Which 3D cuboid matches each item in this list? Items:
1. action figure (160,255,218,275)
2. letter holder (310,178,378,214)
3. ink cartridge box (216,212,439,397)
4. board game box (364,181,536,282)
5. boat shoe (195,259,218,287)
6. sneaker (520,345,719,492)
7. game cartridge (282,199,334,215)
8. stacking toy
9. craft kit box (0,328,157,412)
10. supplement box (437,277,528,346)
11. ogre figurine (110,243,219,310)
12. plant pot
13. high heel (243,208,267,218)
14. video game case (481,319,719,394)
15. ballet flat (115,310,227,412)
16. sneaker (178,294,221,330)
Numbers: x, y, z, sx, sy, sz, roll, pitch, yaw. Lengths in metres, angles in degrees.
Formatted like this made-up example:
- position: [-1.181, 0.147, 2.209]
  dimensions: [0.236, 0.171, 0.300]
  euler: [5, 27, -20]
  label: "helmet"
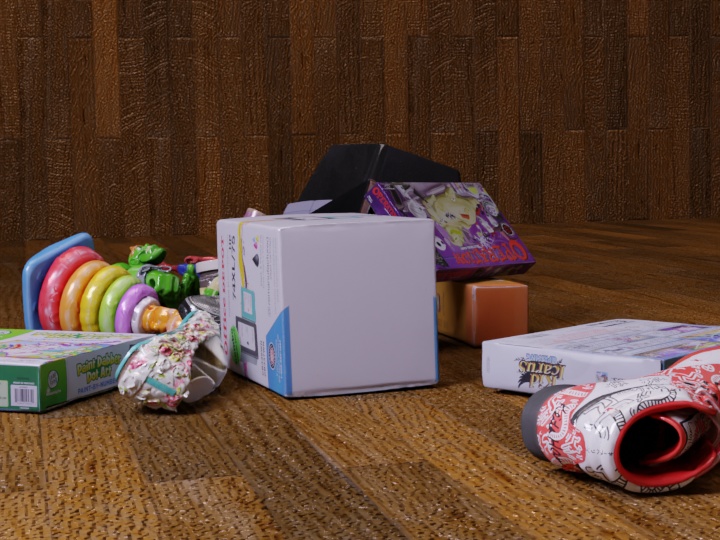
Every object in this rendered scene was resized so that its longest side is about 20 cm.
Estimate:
- position: [-0.235, 0.013, 1.978]
  dimensions: [0.200, 0.065, 0.099]
  euler: [1, -3, 37]
  label: "action figure"
- position: [0.000, 0.000, 1.615]
  dimensions: [0.142, 0.101, 0.200]
  euler: [29, -29, -23]
  label: "letter holder"
- position: [-0.035, 0.025, 1.299]
  dimensions: [0.146, 0.147, 0.200]
  euler: [-4, 5, -21]
  label: "ink cartridge box"
- position: [0.100, -0.044, 1.545]
  dimensions: [0.032, 0.120, 0.200]
  euler: [-41, -21, 31]
  label: "board game box"
- position: [-0.131, 0.023, 1.847]
  dimensions: [0.072, 0.060, 0.200]
  euler: [-13, -12, 38]
  label: "boat shoe"
- position: [0.212, 0.095, 0.899]
  dimensions: [0.201, 0.067, 0.108]
  euler: [-7, 8, -24]
  label: "sneaker"
- position: [0.011, -0.032, 1.693]
  dimensions: [0.200, 0.041, 0.133]
  euler: [6, -34, 24]
  label: "game cartridge"
- position: [-0.255, 0.041, 1.528]
  dimensions: [0.200, 0.110, 0.116]
  euler: [14, 28, 25]
  label: "stacking toy"
- position: [-0.314, 0.086, 1.272]
  dimensions: [0.200, 0.049, 0.197]
  euler: [1, 3, 20]
  label: "craft kit box"
- position: [0.119, 0.039, 1.574]
  dimensions: [0.069, 0.067, 0.200]
  euler: [-3, 6, -17]
  label: "supplement box"
- position: [-0.229, 0.024, 1.661]
  dimensions: [0.120, 0.098, 0.200]
  euler: [8, 12, 18]
  label: "ogre figurine"
- position: [0.027, -0.068, 1.914]
  dimensions: [0.199, 0.178, 0.200]
  euler: [16, -6, -32]
  label: "plant pot"
- position: [-0.136, -0.006, 1.706]
  dimensions: [0.067, 0.096, 0.200]
  euler: [25, -11, -2]
  label: "high heel"
- position: [0.236, 0.077, 1.211]
  dimensions: [0.200, 0.046, 0.181]
  euler: [-6, 6, -44]
  label: "video game case"
- position: [-0.150, 0.083, 1.213]
  dimensions: [0.064, 0.076, 0.200]
  euler: [30, 14, 5]
  label: "ballet flat"
- position: [-0.096, 0.031, 1.483]
  dimensions: [0.200, 0.085, 0.078]
  euler: [-5, 33, -31]
  label: "sneaker"
